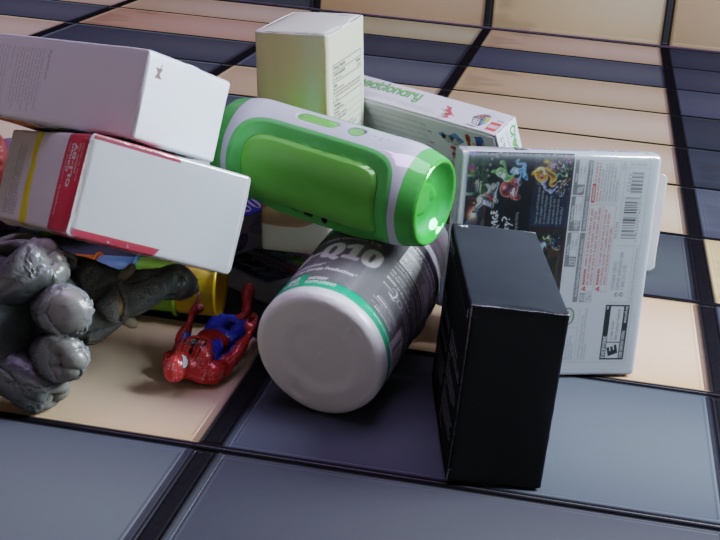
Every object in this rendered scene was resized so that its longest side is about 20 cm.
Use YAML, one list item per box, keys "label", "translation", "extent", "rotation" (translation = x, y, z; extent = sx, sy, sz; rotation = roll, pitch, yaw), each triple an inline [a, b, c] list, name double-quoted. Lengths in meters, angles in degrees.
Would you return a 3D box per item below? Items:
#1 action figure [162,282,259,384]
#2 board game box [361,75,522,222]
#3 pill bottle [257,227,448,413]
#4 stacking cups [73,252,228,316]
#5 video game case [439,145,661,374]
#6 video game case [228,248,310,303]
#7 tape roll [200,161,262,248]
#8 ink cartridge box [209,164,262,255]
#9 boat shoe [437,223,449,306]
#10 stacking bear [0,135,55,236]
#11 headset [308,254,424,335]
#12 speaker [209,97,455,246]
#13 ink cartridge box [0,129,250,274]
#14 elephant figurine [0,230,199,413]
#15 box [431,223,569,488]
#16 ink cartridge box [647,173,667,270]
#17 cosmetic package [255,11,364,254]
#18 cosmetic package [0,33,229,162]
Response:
- label: "action figure"
  translation: [-0.120, 0.055, 1.218]
  extent: [0.065, 0.052, 0.200]
  rotation: [14, 23, 15]
- label: "board game box"
  translation: [0.070, -0.104, 1.304]
  extent: [0.199, 0.127, 0.035]
  rotation: [22, 53, 40]
- label: "pill bottle"
  translation: [0.002, 0.021, 1.182]
  extent: [0.112, 0.114, 0.200]
  rotation: [11, 31, 18]
- label: "stacking cups"
  translation: [-0.225, 0.006, 1.308]
  extent: [0.198, 0.061, 0.061]
  rotation: [6, 18, 5]
- label: "video game case"
  translation: [0.162, -0.006, 1.218]
  extent: [0.180, 0.202, 0.023]
  rotation: [1, 17, -12]
- label: "video game case"
  translation: [-0.099, -0.019, 1.479]
  extent: [0.199, 0.023, 0.181]
  rotation: [22, 25, 39]
- label: "tape roll"
  translation: [-0.146, -0.096, 1.498]
  extent: [0.199, 0.049, 0.201]
  rotation: [17, 27, -9]
- label: "ink cartridge box"
  translation: [-0.111, -0.067, 1.362]
  extent: [0.094, 0.045, 0.199]
  rotation: [28, 27, 24]
- label: "boat shoe"
  translation: [0.119, 0.008, 1.316]
  extent: [0.198, 0.074, 0.068]
  rotation: [21, 8, -9]
- label: "stacking bear"
  translation: [-0.315, -0.085, 1.500]
  extent: [0.198, 0.123, 0.114]
  rotation: [5, 23, -29]
- label: "headset"
  translation: [0.000, 0.000, 1.330]
  extent: [0.122, 0.095, 0.201]
  rotation: [3, 28, -6]
- label: "speaker"
  translation: [-0.025, -0.082, 1.158]
  extent: [0.198, 0.089, 0.088]
  rotation: [19, 23, 25]
- label: "ink cartridge box"
  translation: [-0.203, -0.060, 1.168]
  extent: [0.144, 0.084, 0.199]
  rotation: [13, -1, -32]
- label: "elephant figurine"
  translation: [-0.249, 0.030, 1.154]
  extent: [0.155, 0.142, 0.200]
  rotation: [40, 16, -2]
- label: "box"
  translation: [0.105, 0.061, 1.103]
  extent: [0.078, 0.143, 0.200]
  rotation: [4, 19, -1]
- label: "ink cartridge box"
  translation: [0.225, -0.055, 1.513]
  extent: [0.198, 0.116, 0.068]
  rotation: [7, 19, 9]
- label: "cosmetic package"
  translation: [-0.043, -0.125, 1.269]
  extent: [0.070, 0.202, 0.105]
  rotation: [6, 20, 17]
- label: "cosmetic package"
  translation: [-0.218, -0.144, 1.164]
  extent: [0.199, 0.072, 0.101]
  rotation: [11, -1, 35]
